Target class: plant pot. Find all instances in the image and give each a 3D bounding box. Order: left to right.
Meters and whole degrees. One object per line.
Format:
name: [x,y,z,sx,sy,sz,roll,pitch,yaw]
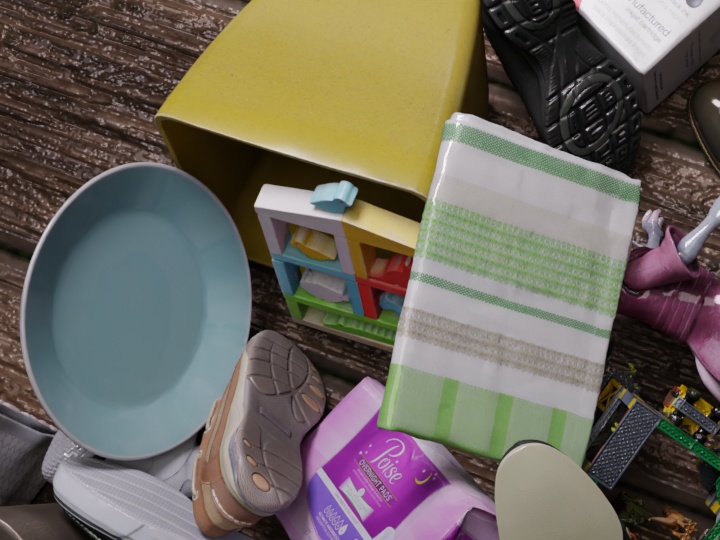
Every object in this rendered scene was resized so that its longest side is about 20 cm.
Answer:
plant pot: [-0.002,-0.105,1.092,0.198,0.200,0.178,18,68,16]

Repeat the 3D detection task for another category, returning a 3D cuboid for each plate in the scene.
plate: [-0.153,0.027,1.042,0.025,0.200,0.202,5,75,42]

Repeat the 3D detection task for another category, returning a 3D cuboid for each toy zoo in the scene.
toy zoo: [0.000,0.000,1.051,0.130,0.200,0.021,16,65,15]

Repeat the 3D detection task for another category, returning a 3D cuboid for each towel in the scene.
towel: [-0.287,0.179,1.067,0.032,0.200,0.192,30,82,15]
towel: [0.094,0.018,0.962,0.148,0.031,0.202,18,81,-21]

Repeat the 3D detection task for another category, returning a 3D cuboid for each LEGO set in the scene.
LEGO set: [0.168,0.157,1.039,0.153,0.116,0.201,26,97,-12]

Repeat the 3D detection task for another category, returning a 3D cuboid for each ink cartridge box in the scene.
ink cartridge box: [0.234,-0.241,1.122,0.200,0.084,0.144,-41,71,-1]

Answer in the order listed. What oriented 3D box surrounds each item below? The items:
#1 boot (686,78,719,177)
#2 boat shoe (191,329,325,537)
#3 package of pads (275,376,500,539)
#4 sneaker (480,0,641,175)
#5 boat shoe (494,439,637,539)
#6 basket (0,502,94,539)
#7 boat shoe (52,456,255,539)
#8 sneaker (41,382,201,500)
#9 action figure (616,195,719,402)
boot: [0.303,-0.073,1.058,0.075,0.097,0.200,-42,72,-1]
boat shoe: [-0.077,0.110,1.059,0.076,0.200,0.072,44,114,-12]
package of pads: [0.018,0.164,1.022,0.121,0.076,0.200,-47,31,1]
sneaker: [0.139,-0.149,1.108,0.075,0.091,0.201,-27,106,-5]
boat shoe: [0.140,0.185,0.948,0.073,0.063,0.202,-30,106,9]
basket: [-0.231,0.230,1.041,0.136,0.200,0.181,36,86,18]
boat shoe: [-0.124,0.196,1.015,0.199,0.072,0.071,29,106,6]
sneaker: [-0.139,0.100,1.120,0.115,0.075,0.201,39,54,-13]
action figure: [0.220,0.027,1.038,0.199,0.134,0.150,23,82,7]
